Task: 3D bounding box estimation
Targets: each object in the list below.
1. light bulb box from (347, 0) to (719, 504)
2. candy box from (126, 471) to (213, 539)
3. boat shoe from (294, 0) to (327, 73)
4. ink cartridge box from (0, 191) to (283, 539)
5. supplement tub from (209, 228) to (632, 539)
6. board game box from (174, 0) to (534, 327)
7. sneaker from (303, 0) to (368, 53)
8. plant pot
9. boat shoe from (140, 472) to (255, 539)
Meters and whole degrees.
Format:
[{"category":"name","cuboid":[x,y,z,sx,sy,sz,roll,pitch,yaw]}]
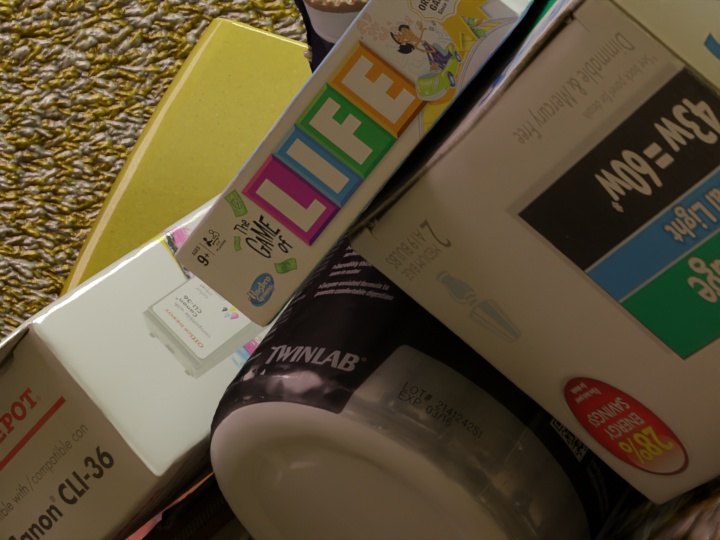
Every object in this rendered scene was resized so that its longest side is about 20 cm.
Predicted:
[{"category":"light bulb box","cuboid":[0.122,-0.068,0.690,0.200,0.125,0.198,-52,3,-24]},{"category":"candy box","cuboid":[-0.102,0.169,0.918,0.116,0.057,0.200,-7,44,25]},{"category":"boat shoe","cuboid":[0.032,-0.118,1.126,0.075,0.093,0.200,-12,13,25]},{"category":"ink cartridge box","cuboid":[-0.080,0.047,0.862,0.200,0.068,0.116,-36,-8,-48]},{"category":"supplement tub","cuboid":[0.051,0.013,0.823,0.200,0.122,0.123,-53,4,-31]},{"category":"board game box","cuboid":[0.030,-0.083,0.756,0.134,0.034,0.200,-50,3,38]},{"category":"sneaker","cuboid":[0.039,-0.121,1.022,0.070,0.109,0.200,1,41,27]},{"category":"plant pot","cuboid":[-0.040,-0.024,1.345,0.200,0.200,0.177,177,110,-85]},{"category":"boat shoe","cuboid":[-0.038,0.095,0.872,0.074,0.076,0.200,6,33,41]}]
